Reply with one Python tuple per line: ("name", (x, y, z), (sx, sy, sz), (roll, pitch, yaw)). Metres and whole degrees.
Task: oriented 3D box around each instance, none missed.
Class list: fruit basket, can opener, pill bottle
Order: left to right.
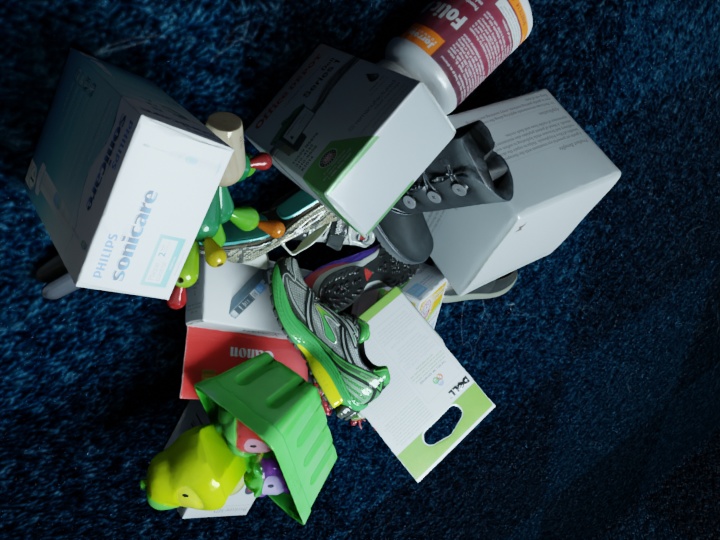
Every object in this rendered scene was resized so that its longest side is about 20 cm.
("can opener", (-0.250, -0.032, 0.661), (0.200, 0.063, 0.079), (-35, 136, -16))
("fruit basket", (-0.142, 0.221, 0.722), (0.215, 0.155, 0.216), (-34, 138, -37))
("pill bottle", (0.102, -0.265, 0.755), (0.200, 0.114, 0.114), (-45, 138, -6))

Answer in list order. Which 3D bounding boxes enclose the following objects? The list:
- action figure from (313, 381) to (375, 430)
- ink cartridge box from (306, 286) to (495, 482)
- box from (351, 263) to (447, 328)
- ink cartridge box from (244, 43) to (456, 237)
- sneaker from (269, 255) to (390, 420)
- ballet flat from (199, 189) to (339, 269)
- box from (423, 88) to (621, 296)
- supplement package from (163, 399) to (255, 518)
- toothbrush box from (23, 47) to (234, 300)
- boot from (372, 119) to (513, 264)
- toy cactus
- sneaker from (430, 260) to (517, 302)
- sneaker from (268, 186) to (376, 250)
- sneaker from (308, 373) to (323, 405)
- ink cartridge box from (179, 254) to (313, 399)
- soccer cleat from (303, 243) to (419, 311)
("action figure", (-0.023, 0.196, 0.911), (0.052, 0.065, 0.200), (-68, 150, -21))
("ink cartridge box", (0.049, 0.147, 0.802), (0.148, 0.200, 0.076), (-38, 176, -19))
("box", (0.048, 0.089, 0.946), (0.112, 0.101, 0.201), (-33, 141, -54))
("ink cartridge box", (-0.020, -0.149, 0.672), (0.146, 0.200, 0.084), (-49, 134, -1))
("sneaker", (-0.036, 0.066, 0.719), (0.085, 0.200, 0.078), (-34, 173, 5))
("ballet flat", (-0.098, -0.045, 0.736), (0.199, 0.068, 0.075), (-25, 131, -14))
("box", (0.198, -0.108, 0.862), (0.199, 0.172, 0.200), (-22, 156, -28))
("supplement package", (-0.182, 0.232, 0.872), (0.114, 0.110, 0.200), (18, 107, -44))
("toothbrush box", (-0.215, -0.090, 0.548), (0.085, 0.200, 0.147), (14, 109, -44))
("boot", (0.096, -0.081, 0.733), (0.165, 0.200, 0.066), (43, 54, -29))
("toy cactus", (-0.132, -0.071, 0.598), (0.165, 0.102, 0.200), (110, 8, -46))
("sneaker", (0.202, -0.013, 1.046), (0.199, 0.075, 0.107), (-12, 129, -33))
("sneaker", (-0.024, -0.067, 0.811), (0.199, 0.088, 0.074), (-11, 127, -33))
("sneaker", (-0.082, 0.153, 0.930), (0.082, 0.077, 0.201), (-14, 126, -25))
("ink cartridge box", (-0.126, 0.076, 0.784), (0.200, 0.045, 0.177), (15, 68, -45))
("soccer cleat", (0.000, 0.000, 0.834), (0.200, 0.073, 0.068), (-24, 113, -38))
